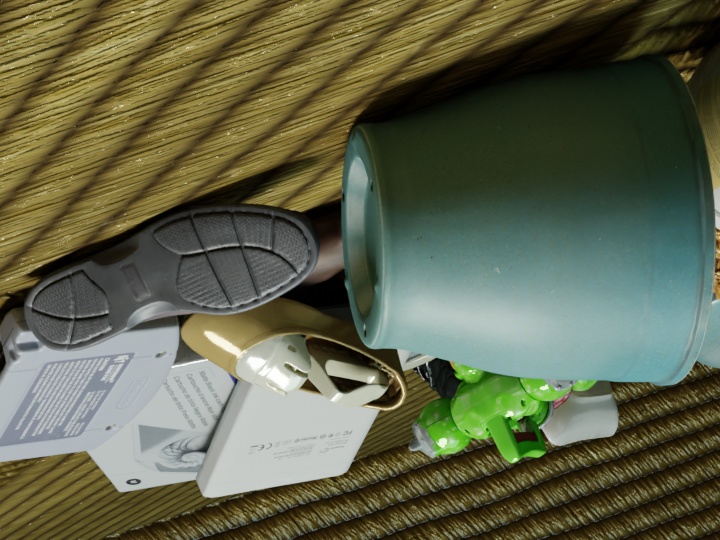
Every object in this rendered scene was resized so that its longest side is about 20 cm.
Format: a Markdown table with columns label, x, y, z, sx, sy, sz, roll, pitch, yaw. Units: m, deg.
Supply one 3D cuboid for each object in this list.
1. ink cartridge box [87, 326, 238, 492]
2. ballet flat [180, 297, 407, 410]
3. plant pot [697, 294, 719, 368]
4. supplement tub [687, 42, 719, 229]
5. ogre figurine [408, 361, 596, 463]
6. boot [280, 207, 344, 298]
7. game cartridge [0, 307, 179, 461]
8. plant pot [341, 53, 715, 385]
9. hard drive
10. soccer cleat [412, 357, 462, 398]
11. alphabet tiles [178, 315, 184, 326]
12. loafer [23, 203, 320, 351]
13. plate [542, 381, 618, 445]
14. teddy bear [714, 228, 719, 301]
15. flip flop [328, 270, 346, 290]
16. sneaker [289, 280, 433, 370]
| label | x | y | z | sx | sy | sz | roll | pitch | yaw |
| --- | --- | --- | --- | --- | --- | --- | --- | --- | --- |
| ink cartridge box | -0.126 | 0.105 | 1.578 | 0.200 | 0.041 | 0.200 | -13 | 149 | 8 |
| ballet flat | -0.037 | 0.061 | 1.416 | 0.200 | 0.063 | 0.069 | 12 | 130 | -45 |
| plant pot | 0.327 | -0.032 | 1.656 | 0.196 | 0.196 | 0.200 | -27 | 162 | 37 |
| supplement tub | 0.286 | -0.101 | 1.263 | 0.145 | 0.146 | 0.200 | -17 | 171 | -16 |
| ogre figurine | 0.114 | 0.082 | 1.440 | 0.200 | 0.098 | 0.120 | -9 | -173 | 28 |
| boot | -0.023 | -0.020 | 1.378 | 0.200 | 0.064 | 0.186 | -16 | 170 | 5 |
| game cartridge | -0.205 | 0.077 | 1.419 | 0.133 | 0.041 | 0.200 | -1 | 151 | -28 |
| plant pot | 0.089 | -0.025 | 1.206 | 0.188 | 0.200 | 0.200 | -3 | 168 | -10 |
| hard drive | -0.040 | 0.099 | 1.552 | 0.132 | 0.027 | 0.200 | -7 | 143 | -29 |
| soccer cleat | 0.054 | 0.060 | 1.669 | 0.081 | 0.200 | 0.068 | -12 | 126 | -2 |
| alphabet tiles | -0.184 | 0.048 | 1.579 | 0.166 | 0.006 | 0.200 | -19 | 171 | -5 |
| loafer | -0.116 | -0.004 | 1.280 | 0.200 | 0.072 | 0.063 | -16 | -168 | 16 |
| plate | 0.155 | 0.054 | 1.742 | 0.032 | 0.200 | 0.200 | -33 | 167 | 18 |
| teddy bear | 0.190 | -0.021 | 1.442 | 0.067 | 0.200 | 0.145 | -60 | 161 | -25 |
| flip flop | 0.000 | 0.000 | 1.517 | 0.200 | 0.058 | 0.081 | -22 | 171 | -3 |
| sneaker | 0.004 | 0.031 | 1.600 | 0.200 | 0.075 | 0.106 | -30 | 138 | 15 |
